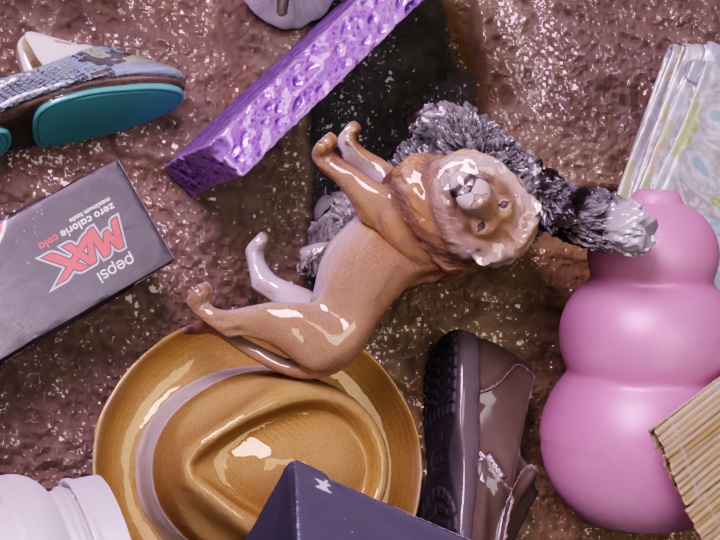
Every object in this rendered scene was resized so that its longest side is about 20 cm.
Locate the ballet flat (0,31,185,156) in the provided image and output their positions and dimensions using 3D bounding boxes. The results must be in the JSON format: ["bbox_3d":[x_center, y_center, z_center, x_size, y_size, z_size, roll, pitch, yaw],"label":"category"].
[{"bbox_3d":[-0.198,-0.099,1.031,0.200,0.074,0.074,-19,90,-23],"label":"ballet flat"}]

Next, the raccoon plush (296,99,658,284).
[{"bbox_3d":[0.052,-0.018,1.050,0.134,0.200,0.097,-50,126,-18],"label":"raccoon plush"}]

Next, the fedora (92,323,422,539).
[{"bbox_3d":[-0.050,0.113,1.042,0.200,0.082,0.201,3,82,-18],"label":"fedora"}]

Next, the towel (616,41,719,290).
[{"bbox_3d":[0.260,-0.037,1.187,0.200,0.048,0.172,26,79,-14],"label":"towel"}]

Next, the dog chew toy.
[{"bbox_3d":[0.172,0.052,1.091,0.124,0.125,0.201,1,96,-19],"label":"dog chew toy"}]

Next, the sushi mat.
[{"bbox_3d":[0.250,0.087,1.068,0.200,0.012,0.096,-31,104,-31],"label":"sushi mat"}]

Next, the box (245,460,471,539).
[{"bbox_3d":[0.005,0.241,0.980,0.196,0.118,0.200,25,112,-14],"label":"box"}]

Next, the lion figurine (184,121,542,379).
[{"bbox_3d":[0.000,0.000,1.009,0.122,0.072,0.200,43,110,6],"label":"lion figurine"}]

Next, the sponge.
[{"bbox_3d":[-0.025,-0.122,1.065,0.200,0.112,0.030,-46,100,-18],"label":"sponge"}]

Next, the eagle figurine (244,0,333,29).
[{"bbox_3d":[-0.047,-0.261,1.086,0.152,0.151,0.200,29,33,-53],"label":"eagle figurine"}]

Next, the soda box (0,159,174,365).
[{"bbox_3d":[-0.208,0.017,1.012,0.200,0.063,0.071,-31,94,-20],"label":"soda box"}]

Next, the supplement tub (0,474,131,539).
[{"bbox_3d":[-0.219,0.188,0.943,0.199,0.145,0.146,-11,87,-20],"label":"supplement tub"}]

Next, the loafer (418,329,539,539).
[{"bbox_3d":[0.077,0.136,1.087,0.071,0.073,0.201,7,82,-18],"label":"loafer"}]
